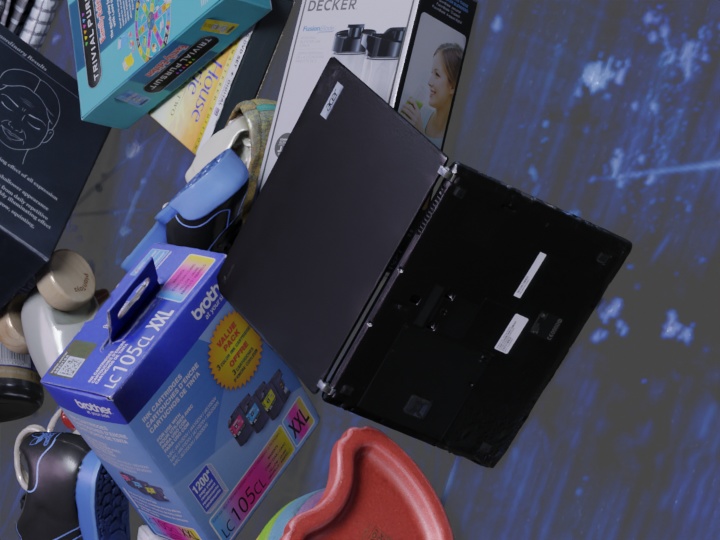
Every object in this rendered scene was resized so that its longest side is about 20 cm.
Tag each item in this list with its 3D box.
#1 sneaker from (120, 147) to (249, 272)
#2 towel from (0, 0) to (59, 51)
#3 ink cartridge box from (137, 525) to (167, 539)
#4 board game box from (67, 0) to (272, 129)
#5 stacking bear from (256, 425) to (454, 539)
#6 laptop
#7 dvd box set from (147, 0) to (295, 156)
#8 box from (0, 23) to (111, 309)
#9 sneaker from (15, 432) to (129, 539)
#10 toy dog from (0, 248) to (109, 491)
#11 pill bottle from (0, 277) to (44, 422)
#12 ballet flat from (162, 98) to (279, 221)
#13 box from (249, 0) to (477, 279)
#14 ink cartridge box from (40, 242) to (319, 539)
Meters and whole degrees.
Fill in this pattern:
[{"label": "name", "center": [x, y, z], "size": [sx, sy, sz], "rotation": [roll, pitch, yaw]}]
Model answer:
[{"label": "sneaker", "center": [-0.108, -0.019, 1.199], "size": [0.078, 0.070, 0.200], "rotation": [44, 152, -2]}, {"label": "towel", "center": [-0.362, -0.279, 1.595], "size": [0.200, 0.085, 0.166], "rotation": [45, 117, 43]}, {"label": "ink cartridge box", "center": [-0.154, 0.298, 1.257], "size": [0.119, 0.042, 0.201], "rotation": [177, 103, -76]}, {"label": "board game box", "center": [-0.157, -0.226, 1.335], "size": [0.200, 0.047, 0.152], "rotation": [-32, 59, 41]}, {"label": "stacking bear", "center": [-0.034, 0.205, 1.123], "size": [0.200, 0.114, 0.122], "rotation": [-38, 14, 50]}, {"label": "laptop", "center": [0.034, -0.002, 1.060], "size": [0.178, 0.199, 0.103], "rotation": [-61, 17, 22]}, {"label": "dvd box set", "center": [-0.140, -0.191, 1.369], "size": [0.200, 0.029, 0.147], "rotation": [41, 113, 45]}, {"label": "box", "center": [-0.311, -0.089, 1.395], "size": [0.107, 0.148, 0.200], "rotation": [-38, 24, 38]}, {"label": "sneaker", "center": [-0.227, 0.216, 1.314], "size": [0.078, 0.070, 0.201], "rotation": [14, 113, 21]}, {"label": "toy dog", "center": [-0.222, 0.082, 1.388], "size": [0.131, 0.096, 0.201], "rotation": [-9, 90, 40]}, {"label": "pill bottle", "center": [-0.341, 0.028, 1.495], "size": [0.112, 0.112, 0.201], "rotation": [-23, 66, 44]}, {"label": "ballet flat", "center": [-0.113, -0.051, 1.288], "size": [0.200, 0.070, 0.071], "rotation": [-54, 48, 27]}, {"label": "box", "center": [-0.001, -0.100, 1.148], "size": [0.116, 0.060, 0.201], "rotation": [8, 80, 44]}, {"label": "ink cartridge box", "center": [-0.124, 0.077, 1.143], "size": [0.076, 0.200, 0.137], "rotation": [8, 50, 40]}]
